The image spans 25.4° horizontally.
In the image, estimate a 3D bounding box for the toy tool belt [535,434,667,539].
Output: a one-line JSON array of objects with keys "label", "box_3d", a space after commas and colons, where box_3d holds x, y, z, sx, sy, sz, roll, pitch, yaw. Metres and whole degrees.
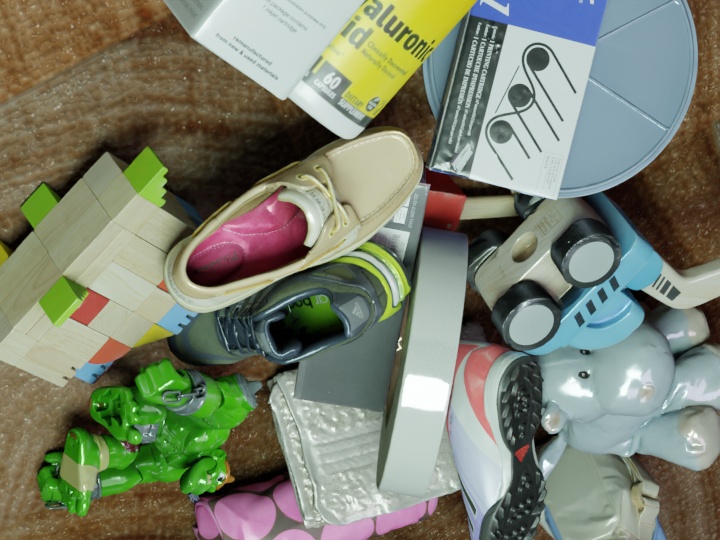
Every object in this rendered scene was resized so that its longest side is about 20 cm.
[{"label": "toy tool belt", "box_3d": [0.223, 0.238, 1.425, 0.125, 0.200, 0.123, -34, 130, 9]}]

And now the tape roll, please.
[{"label": "tape roll", "box_3d": [0.045, 0.067, 1.191, 0.037, 0.203, 0.203, 9, 121, -1]}]

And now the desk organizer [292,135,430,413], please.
[{"label": "desk organizer", "box_3d": [0.000, 0.000, 1.201, 0.071, 0.077, 0.201, 9, 121, -3]}]

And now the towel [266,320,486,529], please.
[{"label": "towel", "box_3d": [0.029, 0.124, 1.297, 0.199, 0.034, 0.133, -15, 84, -20]}]

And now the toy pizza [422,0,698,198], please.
[{"label": "toy pizza", "box_3d": [0.144, -0.153, 1.162, 0.199, 0.032, 0.201, 0, 96, -1]}]

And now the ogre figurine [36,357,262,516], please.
[{"label": "ogre figurine", "box_3d": [-0.153, 0.121, 1.201, 0.120, 0.098, 0.200, -2, 131, -39]}]

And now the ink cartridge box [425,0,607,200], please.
[{"label": "ink cartridge box", "box_3d": [0.115, -0.158, 1.122, 0.094, 0.044, 0.201, 13, 95, -4]}]

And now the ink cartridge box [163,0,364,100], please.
[{"label": "ink cartridge box", "box_3d": [-0.037, -0.230, 0.988, 0.084, 0.146, 0.200, 32, 103, -39]}]

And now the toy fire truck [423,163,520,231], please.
[{"label": "toy fire truck", "box_3d": [0.135, -0.089, 1.243, 0.199, 0.049, 0.141, 10, 116, -33]}]

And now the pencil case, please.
[{"label": "pencil case", "box_3d": [-0.039, 0.195, 1.328, 0.199, 0.094, 0.091, -14, 83, -19]}]

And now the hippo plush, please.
[{"label": "hippo plush", "box_3d": [0.203, 0.077, 1.324, 0.199, 0.160, 0.161, -9, 151, 29]}]

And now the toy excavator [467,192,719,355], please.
[{"label": "toy excavator", "box_3d": [0.206, 0.002, 1.235, 0.200, 0.100, 0.195, 35, 105, -35]}]

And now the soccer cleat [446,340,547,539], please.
[{"label": "soccer cleat", "box_3d": [0.102, 0.148, 1.267, 0.068, 0.073, 0.201, -23, 122, -38]}]

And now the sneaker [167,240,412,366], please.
[{"label": "sneaker", "box_3d": [-0.065, 0.032, 1.140, 0.200, 0.081, 0.074, -18, 105, 33]}]

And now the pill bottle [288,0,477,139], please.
[{"label": "pill bottle", "box_3d": [0.018, -0.195, 1.065, 0.200, 0.111, 0.111, -49, 131, 9]}]

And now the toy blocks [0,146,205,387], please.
[{"label": "toy blocks", "box_3d": [-0.176, 0.011, 1.129, 0.200, 0.100, 0.137, -47, 143, 8]}]

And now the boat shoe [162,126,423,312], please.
[{"label": "boat shoe", "box_3d": [-0.039, -0.034, 1.075, 0.200, 0.069, 0.074, -33, 92, -9]}]
